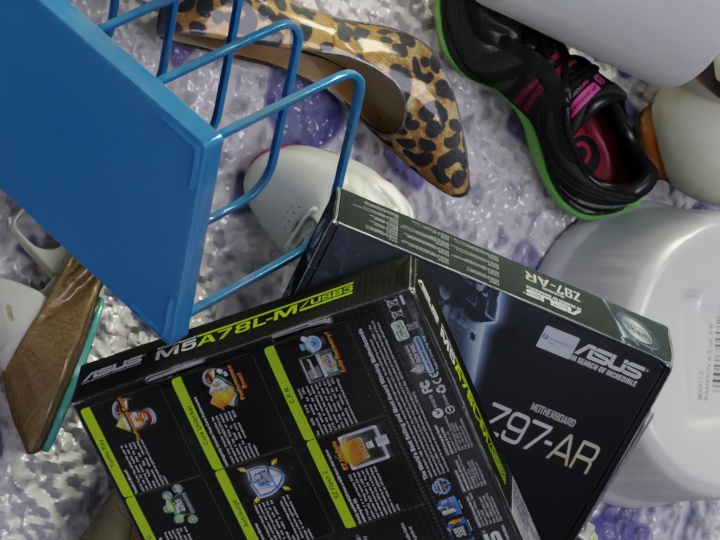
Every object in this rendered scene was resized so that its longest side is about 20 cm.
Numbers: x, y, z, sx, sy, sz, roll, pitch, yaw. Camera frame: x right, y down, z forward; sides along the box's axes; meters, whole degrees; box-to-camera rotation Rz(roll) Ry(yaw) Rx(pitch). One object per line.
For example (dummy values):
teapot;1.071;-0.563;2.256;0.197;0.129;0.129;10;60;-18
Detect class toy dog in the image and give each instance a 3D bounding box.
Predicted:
toy dog;0.249;-0.133;1.626;0.139;0.201;0.194;11;39;1

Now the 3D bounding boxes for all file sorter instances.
file sorter;-0.112;-0.092;1.342;0.122;0.200;0.139;-29;148;-37

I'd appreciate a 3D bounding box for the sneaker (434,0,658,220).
sneaker;0.121;-0.120;1.586;0.200;0.084;0.077;50;63;-20

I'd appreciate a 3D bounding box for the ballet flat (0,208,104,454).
ballet flat;-0.165;0.000;1.411;0.072;0.068;0.201;26;74;-10

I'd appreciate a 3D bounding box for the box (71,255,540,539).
box;-0.024;0.111;1.349;0.048;0.192;0.201;-81;150;-62

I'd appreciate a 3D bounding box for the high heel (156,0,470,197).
high heel;-0.028;-0.103;1.488;0.142;0.071;0.200;-35;92;-36

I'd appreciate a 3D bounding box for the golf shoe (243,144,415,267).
golf shoe;0.000;0.000;1.454;0.091;0.200;0.075;-20;145;-55

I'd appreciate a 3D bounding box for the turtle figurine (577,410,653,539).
turtle figurine;0.065;0.154;1.517;0.143;0.200;0.195;23;79;3

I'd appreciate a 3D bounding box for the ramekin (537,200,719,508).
ramekin;0.208;0.054;1.638;0.200;0.098;0.201;0;90;-35

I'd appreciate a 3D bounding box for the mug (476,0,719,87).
mug;0.128;-0.197;1.531;0.153;0.186;0.150;13;82;-22

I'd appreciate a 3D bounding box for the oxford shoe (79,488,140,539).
oxford shoe;-0.131;0.142;1.426;0.070;0.075;0.201;47;43;-47

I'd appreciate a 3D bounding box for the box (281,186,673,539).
box;0.044;0.066;1.373;0.199;0.044;0.161;23;116;-9
